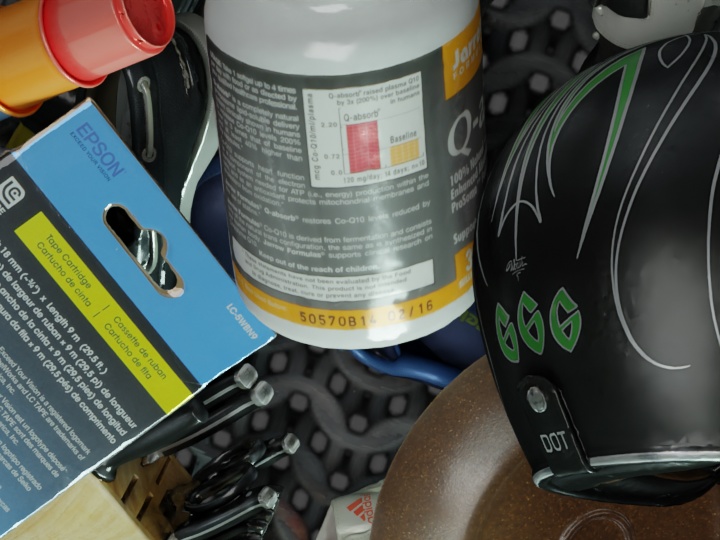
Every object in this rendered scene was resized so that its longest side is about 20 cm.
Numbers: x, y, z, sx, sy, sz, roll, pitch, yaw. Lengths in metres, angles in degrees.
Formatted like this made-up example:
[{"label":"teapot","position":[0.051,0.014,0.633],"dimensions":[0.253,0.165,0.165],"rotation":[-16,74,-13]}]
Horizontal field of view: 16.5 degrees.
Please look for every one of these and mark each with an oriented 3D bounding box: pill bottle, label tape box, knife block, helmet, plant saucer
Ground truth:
[{"label":"pill bottle","position":[-0.005,-0.077,1.041],"dimensions":[0.116,0.117,0.201],"rotation":[2,125,9]},{"label":"label tape box","position":[-0.160,0.025,1.117],"dimensions":[0.200,0.063,0.144],"rotation":[-35,112,5]},{"label":"knife block","position":[-0.134,0.100,1.188],"dimensions":[0.199,0.064,0.176],"rotation":[14,121,7]},{"label":"helmet","position":[0.144,-0.005,1.034],"dimensions":[0.199,0.200,0.192],"rotation":[-3,78,10]},{"label":"plant saucer","position":[0.100,0.123,1.138],"dimensions":[0.199,0.037,0.201],"rotation":[-8,111,-23]}]

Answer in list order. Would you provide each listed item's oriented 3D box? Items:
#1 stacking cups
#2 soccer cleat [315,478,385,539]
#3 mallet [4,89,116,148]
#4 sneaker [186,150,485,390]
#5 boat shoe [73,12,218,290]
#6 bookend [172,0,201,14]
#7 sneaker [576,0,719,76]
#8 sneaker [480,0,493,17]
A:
[{"label":"stacking cups","position":[-0.171,-0.085,1.078],"dimensions":[0.199,0.060,0.061],"rotation":[-18,98,34]},{"label":"soccer cleat","position":[0.030,0.120,1.186],"dimensions":[0.078,0.069,0.200],"rotation":[40,108,-18]},{"label":"mallet","position":[-0.194,-0.035,1.214],"dimensions":[0.066,0.041,0.200],"rotation":[42,108,-3]},{"label":"sneaker","position":[0.000,0.000,1.163],"dimensions":[0.199,0.082,0.074],"rotation":[24,105,8]},{"label":"boat shoe","position":[-0.113,-0.026,1.162],"dimensions":[0.075,0.060,0.201],"rotation":[31,123,37]},{"label":"bookend","position":[-0.164,-0.186,1.094],"dimensions":[0.198,0.200,0.092],"rotation":[30,104,3]},{"label":"sneaker","position":[0.126,-0.145,1.086],"dimensions":[0.088,0.074,0.200],"rotation":[25,135,-7]},{"label":"sneaker","position":[0.036,-0.149,1.102],"dimensions":[0.200,0.104,0.060],"rotation":[-43,61,23]}]
